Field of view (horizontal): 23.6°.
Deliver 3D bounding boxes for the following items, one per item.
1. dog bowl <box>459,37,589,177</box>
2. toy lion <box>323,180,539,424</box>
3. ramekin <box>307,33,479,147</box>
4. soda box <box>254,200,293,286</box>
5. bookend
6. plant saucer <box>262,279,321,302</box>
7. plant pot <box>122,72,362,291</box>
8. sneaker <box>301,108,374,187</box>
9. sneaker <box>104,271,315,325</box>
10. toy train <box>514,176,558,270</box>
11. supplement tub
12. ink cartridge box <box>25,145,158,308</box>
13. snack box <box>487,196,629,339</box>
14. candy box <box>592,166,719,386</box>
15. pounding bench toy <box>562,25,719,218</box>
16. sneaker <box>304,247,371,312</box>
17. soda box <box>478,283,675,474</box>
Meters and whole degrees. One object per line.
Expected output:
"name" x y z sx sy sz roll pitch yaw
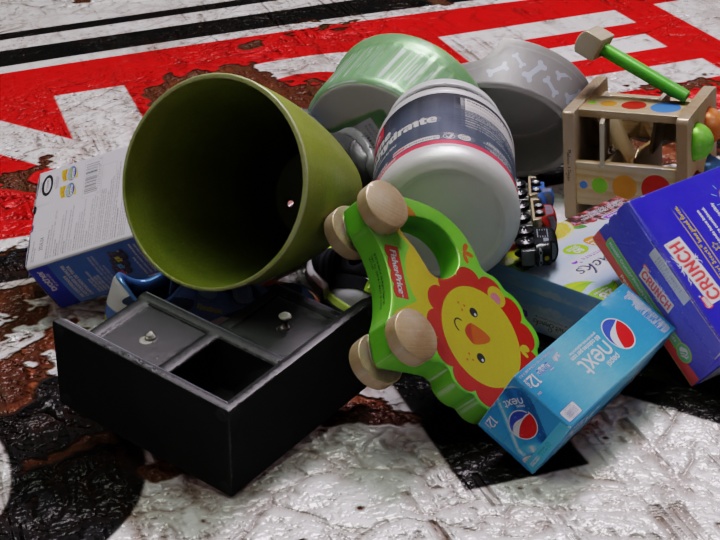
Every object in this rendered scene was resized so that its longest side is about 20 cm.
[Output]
"dog bowl" 0.162 -0.178 1.955 0.199 0.200 0.059 3 58 15
"toy lion" 0.074 0.034 1.483 0.191 0.069 0.201 11 55 -39
"ramekin" 0.035 -0.150 1.899 0.199 0.201 0.098 9 35 28
"soda box" -0.100 -0.036 1.703 0.068 0.064 0.200 20 43 41
"bookend" -0.123 0.071 1.489 0.198 0.092 0.200 24 40 30
"plant saucer" -0.128 0.062 1.642 0.200 0.032 0.200 -4 24 2
"plant pot" -0.082 -0.075 1.562 0.187 0.188 0.200 9 4 27
"sneaker" -0.045 -0.110 1.809 0.082 0.073 0.200 -35 32 -21
"sneaker" -0.138 0.030 1.578 0.199 0.083 0.074 -8 23 -13
"toy train" 0.170 -0.049 1.680 0.046 0.034 0.200 -3 22 4
"supplement tub" 0.081 -0.091 1.661 0.140 0.141 0.200 -3 28 4
"ink cartridge box" -0.261 -0.049 1.761 0.199 0.076 0.137 -15 48 16
"snack box" 0.246 0.003 1.665 0.200 0.068 0.168 -24 30 -34
"candy box" 0.341 -0.007 1.564 0.200 0.077 0.169 -19 69 -31
"pounding bench toy" 0.312 -0.163 1.865 0.156 0.201 0.124 6 26 24
"sneaker" 0.000 0.000 1.662 0.072 0.083 0.200 24 13 -16
"soda box" 0.186 0.089 1.460 0.064 0.068 0.200 43 41 13
